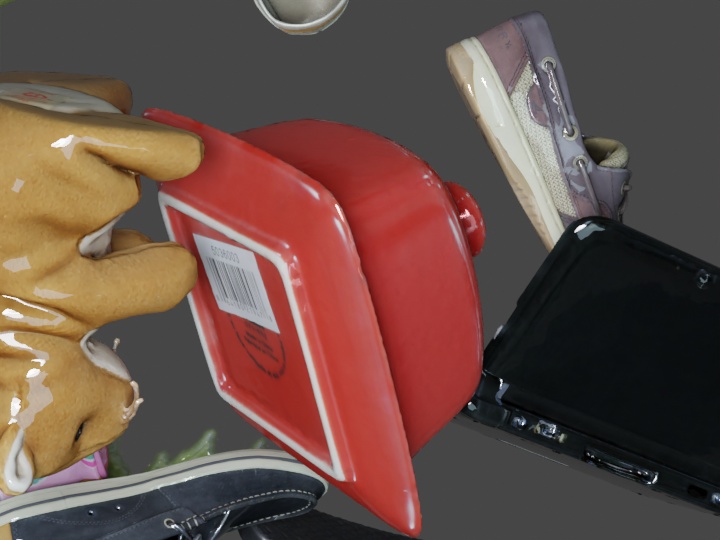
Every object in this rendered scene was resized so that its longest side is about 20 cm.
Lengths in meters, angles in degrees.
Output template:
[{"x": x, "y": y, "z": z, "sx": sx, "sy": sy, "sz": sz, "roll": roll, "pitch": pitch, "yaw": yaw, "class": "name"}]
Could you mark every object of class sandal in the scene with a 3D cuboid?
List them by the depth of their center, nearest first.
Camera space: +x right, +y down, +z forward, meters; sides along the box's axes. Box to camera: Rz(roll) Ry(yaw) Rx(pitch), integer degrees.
[{"x": 0.013, "y": 0.189, "z": 0.988, "sx": 0.199, "sy": 0.075, "sz": 0.045, "roll": 23, "pitch": 109, "yaw": -13, "class": "sandal"}]

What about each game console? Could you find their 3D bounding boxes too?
[{"x": 0.145, "y": 0.055, "z": 0.923, "sx": 0.199, "sy": 0.176, "sz": 0.117, "roll": 23, "pitch": 83, "yaw": -20, "class": "game console"}]

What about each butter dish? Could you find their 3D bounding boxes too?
[{"x": 0.000, "y": 0.000, "z": 0.853, "sx": 0.147, "sy": 0.200, "sz": 0.200, "roll": -28, "pitch": 121, "yaw": -24, "class": "butter dish"}]

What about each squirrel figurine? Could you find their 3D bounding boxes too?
[{"x": -0.180, "y": 0.008, "z": 0.783, "sx": 0.199, "sy": 0.141, "sz": 0.188, "roll": 0, "pitch": 108, "yaw": -33, "class": "squirrel figurine"}]

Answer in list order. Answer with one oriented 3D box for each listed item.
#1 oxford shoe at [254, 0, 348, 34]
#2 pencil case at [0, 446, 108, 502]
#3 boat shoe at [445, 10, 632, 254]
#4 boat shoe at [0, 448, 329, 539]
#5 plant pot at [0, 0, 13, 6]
[{"x": -0.046, "y": -0.204, "z": 0.799, "sx": 0.075, "sy": 0.058, "sz": 0.201, "roll": -18, "pitch": 115, "yaw": -1, "class": "oxford shoe"}, {"x": -0.236, "y": 0.095, "z": 0.879, "sx": 0.199, "sy": 0.088, "sz": 0.088, "roll": -11, "pitch": 116, "yaw": -8, "class": "pencil case"}, {"x": 0.117, "y": -0.049, "z": 0.899, "sx": 0.065, "sy": 0.072, "sz": 0.201, "roll": -30, "pitch": 111, "yaw": 8, "class": "boat shoe"}, {"x": -0.107, "y": 0.142, "z": 0.892, "sx": 0.199, "sy": 0.063, "sz": 0.075, "roll": -8, "pitch": 156, "yaw": -28, "class": "boat shoe"}, {"x": -0.182, "y": -0.187, "z": 0.718, "sx": 0.189, "sy": 0.200, "sz": 0.201, "roll": -18, "pitch": 118, "yaw": -17, "class": "plant pot"}]
